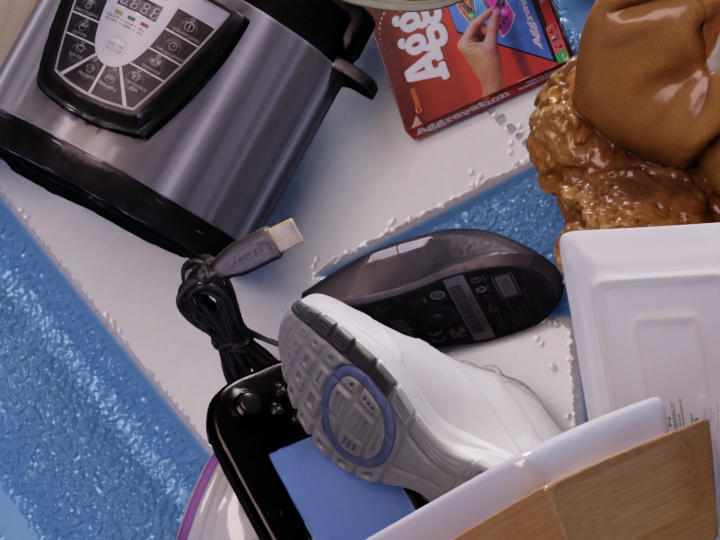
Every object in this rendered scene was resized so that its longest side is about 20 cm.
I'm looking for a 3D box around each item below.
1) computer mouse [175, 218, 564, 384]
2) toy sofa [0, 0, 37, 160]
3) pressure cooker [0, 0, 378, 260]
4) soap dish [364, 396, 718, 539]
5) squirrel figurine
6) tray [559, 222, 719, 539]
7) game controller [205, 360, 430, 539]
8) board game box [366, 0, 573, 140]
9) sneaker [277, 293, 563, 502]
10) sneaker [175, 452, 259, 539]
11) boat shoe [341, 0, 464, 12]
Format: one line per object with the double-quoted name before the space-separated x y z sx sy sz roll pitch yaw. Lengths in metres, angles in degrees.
"computer mouse" 0.000 0.000 1.512 0.200 0.140 0.046 -18 52 16
"toy sofa" -0.219 -0.168 1.631 0.083 0.097 0.200 11 78 48
"pressure cooker" -0.100 -0.120 1.560 0.179 0.176 0.200 22 82 58
"soap dish" 0.065 0.144 1.352 0.200 0.157 0.081 -35 79 34
"squirrel figurine" 0.189 -0.058 1.464 0.200 0.141 0.187 -43 75 20
"tray" 0.164 0.073 1.422 0.107 0.022 0.200 -4 112 19
"game controller" -0.001 0.136 1.488 0.104 0.042 0.200 -24 76 -22
"board game box" 0.044 -0.183 1.607 0.103 0.019 0.200 -24 68 14
"sneaker" 0.043 0.079 1.483 0.200 0.087 0.075 39 131 4
"sneaker" -0.059 0.177 1.528 0.099 0.075 0.200 15 76 -1
"boat shoe" 0.067 -0.186 1.520 0.200 0.066 0.072 -4 58 -20
